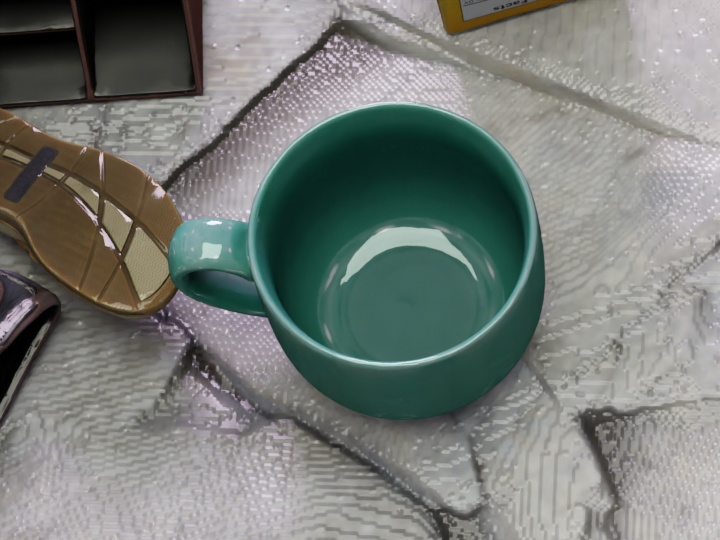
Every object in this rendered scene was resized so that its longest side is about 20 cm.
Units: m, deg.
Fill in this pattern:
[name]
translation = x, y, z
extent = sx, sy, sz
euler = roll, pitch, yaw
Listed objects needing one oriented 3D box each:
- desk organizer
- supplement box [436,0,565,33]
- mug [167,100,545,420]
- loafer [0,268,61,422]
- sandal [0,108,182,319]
[desk organizer]
translation = -0.190, -0.142, 1.689
extent = 0.199, 0.072, 0.077
euler = -4, 69, 6
[supplement box]
translation = 0.077, -0.232, 1.621
extent = 0.108, 0.200, 0.110
euler = -14, 66, 1
[mug]
translation = 0.010, -0.006, 1.583
extent = 0.184, 0.115, 0.152
euler = 31, 75, 19
[loafer]
translation = -0.220, 0.087, 1.600
extent = 0.063, 0.072, 0.201
euler = 14, 67, 8
[sandal]
translation = -0.168, -0.031, 1.654
extent = 0.199, 0.054, 0.080
euler = 29, 68, 32
